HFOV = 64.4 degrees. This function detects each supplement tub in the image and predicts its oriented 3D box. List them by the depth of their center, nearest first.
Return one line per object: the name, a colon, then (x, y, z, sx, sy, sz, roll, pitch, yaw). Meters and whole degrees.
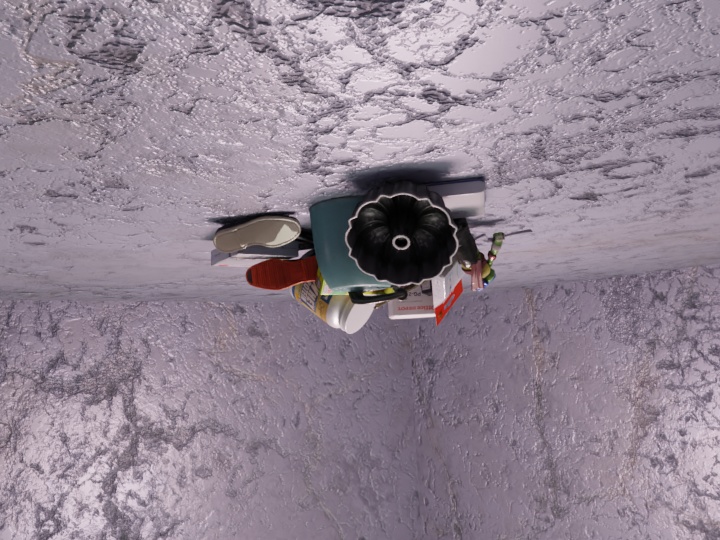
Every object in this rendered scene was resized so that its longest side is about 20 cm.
supplement tub: (-0.070, 0.052, 1.439, 0.198, 0.147, 0.144, 33, -170, 26)

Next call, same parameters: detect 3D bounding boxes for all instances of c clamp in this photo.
c clamp: (0.054, 0.040, 1.239, 0.166, 0.028, 0.200, -6, -170, 1)

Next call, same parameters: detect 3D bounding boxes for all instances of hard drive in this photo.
hard drive: (0.171, -0.130, 1.089, 0.128, 0.026, 0.200, -4, 173, 12)

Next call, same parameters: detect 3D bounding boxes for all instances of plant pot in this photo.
plant pot: (-0.004, -0.044, 1.153, 0.194, 0.166, 0.201, -3, 174, 0)

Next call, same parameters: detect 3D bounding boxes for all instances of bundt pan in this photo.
bundt pan: (0.073, -0.073, 0.999, 0.196, 0.077, 0.205, 5, 133, 5)

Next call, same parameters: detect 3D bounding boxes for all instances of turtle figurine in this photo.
turtle figurine: (0.277, -0.071, 1.406, 0.192, 0.203, 0.144, 30, -176, -34)

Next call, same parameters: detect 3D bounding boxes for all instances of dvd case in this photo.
dvd case: (-0.180, -0.073, 1.405, 0.146, 0.026, 0.199, -5, 172, 21)

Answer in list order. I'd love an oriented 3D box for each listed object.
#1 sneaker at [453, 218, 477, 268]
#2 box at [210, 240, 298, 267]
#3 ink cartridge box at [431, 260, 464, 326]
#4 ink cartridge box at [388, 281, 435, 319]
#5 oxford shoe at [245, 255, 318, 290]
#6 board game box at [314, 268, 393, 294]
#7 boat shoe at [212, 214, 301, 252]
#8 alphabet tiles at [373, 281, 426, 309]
sneaker: (0.206, -0.060, 1.205, 0.075, 0.092, 0.200, -27, -167, 15)
box: (-0.257, -0.040, 1.377, 0.152, 0.042, 0.198, 2, 171, -31)
ink cartridge box: (0.254, 0.037, 1.553, 0.046, 0.203, 0.160, 19, -131, 32)
ink cartridge box: (0.149, 0.031, 1.635, 0.140, 0.206, 0.084, -2, 173, -6)
oxford shoe: (-0.171, 0.008, 1.348, 0.194, 0.073, 0.073, -5, 178, -7)
board game box: (0.000, 0.000, 1.322, 0.195, 0.104, 0.048, 1, -150, -25)
boat shoe: (-0.216, -0.090, 1.210, 0.194, 0.074, 0.063, -10, -146, 13)
alphabet tiles: (0.114, 0.046, 1.414, 0.164, 0.008, 0.200, -28, 179, 7)
